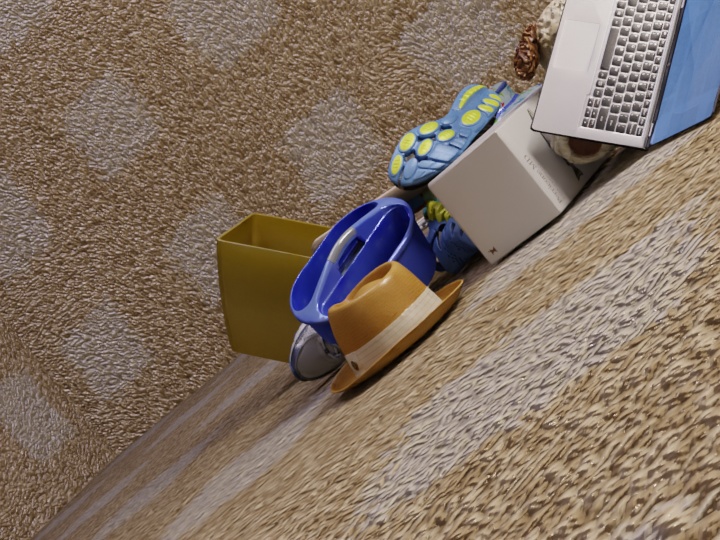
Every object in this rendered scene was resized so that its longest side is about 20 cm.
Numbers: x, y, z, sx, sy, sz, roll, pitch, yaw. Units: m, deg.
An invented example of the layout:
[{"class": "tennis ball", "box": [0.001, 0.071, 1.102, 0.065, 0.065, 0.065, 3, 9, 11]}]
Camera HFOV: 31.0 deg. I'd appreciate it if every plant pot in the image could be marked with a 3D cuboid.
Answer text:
[{"class": "plant pot", "box": [-0.107, 0.034, 1.970, 0.200, 0.197, 0.179, -48, -32, -72]}]

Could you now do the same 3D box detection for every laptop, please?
[{"class": "laptop", "box": [0.280, -0.232, 1.309, 0.116, 0.198, 0.190, 47, -122, -65]}]

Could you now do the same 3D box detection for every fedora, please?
[{"class": "fedora", "box": [0.021, 0.048, 1.419, 0.200, 0.082, 0.201, -40, 2, 2]}]

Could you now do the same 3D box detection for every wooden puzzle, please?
[{"class": "wooden puzzle", "box": [0.026, -0.064, 1.744, 0.184, 0.037, 0.200, -33, -6, 4]}]

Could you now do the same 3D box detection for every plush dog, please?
[{"class": "plush dog", "box": [0.266, -0.231, 1.442, 0.199, 0.173, 0.160, -32, 3, 4]}]

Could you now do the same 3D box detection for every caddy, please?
[{"class": "caddy", "box": [0.000, 0.000, 1.581, 0.140, 0.105, 0.201, 6, 54, 47]}]

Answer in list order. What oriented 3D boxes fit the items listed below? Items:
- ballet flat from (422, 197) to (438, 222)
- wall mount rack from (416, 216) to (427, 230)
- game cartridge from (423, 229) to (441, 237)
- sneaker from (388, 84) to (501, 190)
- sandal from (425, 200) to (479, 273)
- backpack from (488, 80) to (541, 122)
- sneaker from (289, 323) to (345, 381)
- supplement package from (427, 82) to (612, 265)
[{"class": "ballet flat", "box": [0.173, -0.123, 1.817, 0.200, 0.069, 0.069, -45, 1, 21]}, {"class": "wall mount rack", "box": [0.071, -0.016, 1.913, 0.200, 0.075, 0.174, -38, 0, 40]}, {"class": "game cartridge", "box": [0.095, -0.028, 2.119, 0.199, 0.039, 0.129, -39, 0, 33]}, {"class": "sneaker", "box": [0.106, -0.148, 1.567, 0.199, 0.070, 0.083, -43, -27, -39]}, {"class": "sandal", "box": [0.126, -0.036, 1.610, 0.200, 0.078, 0.088, -160, 85, -79]}, {"class": "backpack", "box": [0.242, -0.234, 2.198, 0.199, 0.148, 0.183, -36, 6, 19]}, {"class": "sneaker", "box": [-0.010, 0.067, 1.667, 0.200, 0.077, 0.085, -42, 8, -10]}, {"class": "supplement package", "box": [0.186, -0.118, 1.476, 0.117, 0.117, 0.200, -37, 4, 38]}]
